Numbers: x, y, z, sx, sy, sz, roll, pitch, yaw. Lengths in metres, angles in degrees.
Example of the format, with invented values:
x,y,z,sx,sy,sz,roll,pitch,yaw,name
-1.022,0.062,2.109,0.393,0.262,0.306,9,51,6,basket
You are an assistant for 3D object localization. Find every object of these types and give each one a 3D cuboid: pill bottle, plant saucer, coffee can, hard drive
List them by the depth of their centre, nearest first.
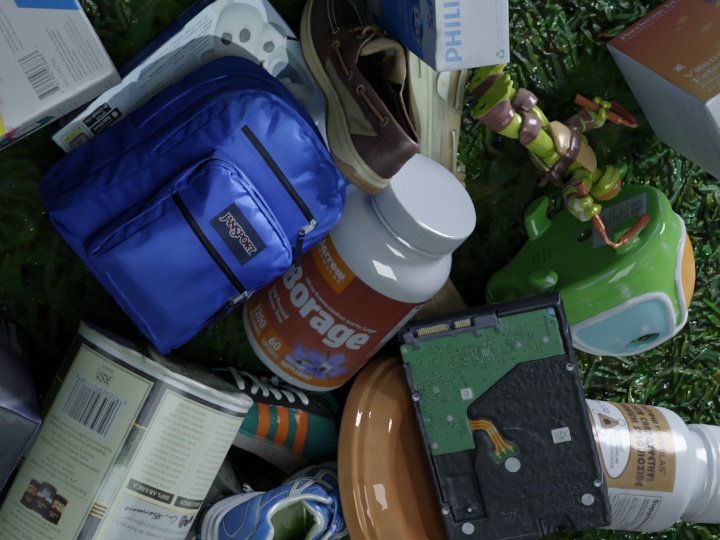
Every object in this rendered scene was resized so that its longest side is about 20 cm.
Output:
x,y,z,sx,sy,sz,roll,pitch,yaw,name
-0.188,0.157,1.236,0.146,0.146,0.200,27,89,-22,coffee can
0.000,0.000,1.311,0.112,0.112,0.200,26,130,-22,pill bottle
0.120,0.126,1.353,0.140,0.038,0.200,-13,105,11,hard drive
0.045,0.170,1.390,0.037,0.200,0.200,-8,118,29,plant saucer
0.240,0.177,1.480,0.200,0.114,0.115,7,108,-18,pill bottle

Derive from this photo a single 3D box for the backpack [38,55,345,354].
x,y,z,sx,sy,sz,roll,pitch,yaw,name
-0.110,-0.048,1.228,0.200,0.168,0.163,-36,122,-2,backpack

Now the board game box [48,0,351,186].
x,y,z,sx,sy,sz,roll,pitch,yaw,name
-0.110,-0.103,1.321,0.200,0.043,0.199,-39,113,1,board game box

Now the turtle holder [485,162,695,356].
x,y,z,sx,sy,sz,roll,pitch,yaw,name
0.199,0.015,1.396,0.185,0.141,0.132,-39,118,-1,turtle holder

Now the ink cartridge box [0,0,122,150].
x,y,z,sx,sy,sz,roll,pitch,yaw,name
-0.294,-0.145,1.223,0.200,0.067,0.116,-29,92,-3,ink cartridge box

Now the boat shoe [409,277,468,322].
x,y,z,sx,sy,sz,roll,pitch,yaw,name
0.105,0.084,1.405,0.069,0.074,0.200,-21,98,33,boat shoe

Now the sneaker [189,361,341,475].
x,y,z,sx,sy,sz,roll,pitch,yaw,name
-0.071,0.118,1.402,0.200,0.071,0.080,34,97,-31,sneaker

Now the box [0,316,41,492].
x,y,z,sx,sy,sz,roll,pitch,yaw,name
-0.360,0.081,1.236,0.198,0.200,0.123,29,99,-24,box

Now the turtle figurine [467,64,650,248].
x,y,z,sx,sy,sz,roll,pitch,yaw,name
0.159,-0.107,1.331,0.161,0.200,0.064,37,128,-20,turtle figurine

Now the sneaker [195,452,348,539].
x,y,z,sx,sy,sz,roll,pitch,yaw,name
-0.037,0.202,1.342,0.200,0.077,0.076,-20,103,-42,sneaker

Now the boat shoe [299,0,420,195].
x,y,z,sx,sy,sz,roll,pitch,yaw,name
0.007,-0.151,1.252,0.072,0.200,0.072,-37,133,27,boat shoe

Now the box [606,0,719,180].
x,y,z,sx,sy,sz,roll,pitch,yaw,name
0.318,-0.162,1.330,0.152,0.200,0.106,-35,116,0,box

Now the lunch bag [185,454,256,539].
x,y,z,sx,sy,sz,roll,pitch,yaw,name
-0.158,0.237,1.395,0.164,0.118,0.200,-34,119,1,lunch bag

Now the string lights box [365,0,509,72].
x,y,z,sx,sy,sz,roll,pitch,yaw,name
0.052,-0.223,1.235,0.059,0.200,0.103,-9,112,-12,string lights box

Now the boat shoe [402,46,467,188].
x,y,z,sx,sy,sz,roll,pitch,yaw,name
0.067,-0.107,1.354,0.063,0.073,0.201,-7,104,-9,boat shoe
